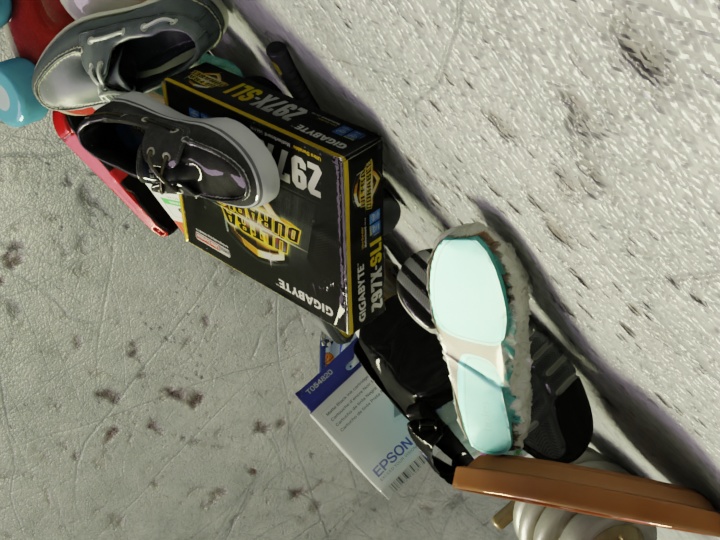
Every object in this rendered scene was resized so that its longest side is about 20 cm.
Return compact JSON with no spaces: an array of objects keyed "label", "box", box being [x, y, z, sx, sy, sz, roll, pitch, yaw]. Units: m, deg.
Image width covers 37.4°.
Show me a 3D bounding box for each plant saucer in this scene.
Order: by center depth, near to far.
[{"label":"plant saucer","box":[0.170,0.166,0.796,0.200,0.032,0.200,10,169,2]}]

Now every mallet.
[{"label":"mallet","box":[-0.021,-0.099,0.850,0.066,0.041,0.200,46,171,37]}]

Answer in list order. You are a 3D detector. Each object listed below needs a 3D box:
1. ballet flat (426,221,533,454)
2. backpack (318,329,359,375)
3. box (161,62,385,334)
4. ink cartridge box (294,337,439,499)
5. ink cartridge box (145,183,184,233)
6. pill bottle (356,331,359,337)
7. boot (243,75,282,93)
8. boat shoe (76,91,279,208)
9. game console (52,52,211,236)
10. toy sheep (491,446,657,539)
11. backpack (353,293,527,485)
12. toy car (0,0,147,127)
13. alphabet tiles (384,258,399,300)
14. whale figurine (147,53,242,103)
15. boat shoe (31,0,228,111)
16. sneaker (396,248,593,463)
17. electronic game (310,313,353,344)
[{"label":"ballet flat","box":[0.088,0.039,0.731,0.072,0.072,0.200,42,149,47]},{"label":"backpack","box":[0.025,0.147,1.449,0.200,0.154,0.191,51,-152,-45]},{"label":"box","box":[-0.068,-0.060,0.841,0.200,0.049,0.160,28,134,34]},{"label":"ink cartridge box","box":[0.040,0.144,1.311,0.200,0.200,0.041,42,172,34]},{"label":"ink cartridge box","box":[-0.137,-0.063,1.057,0.109,0.050,0.200,12,154,24]},{"label":"pill bottle","box":[0.076,0.108,1.220,0.200,0.111,0.111,43,173,41]},{"label":"boot","box":[-0.055,-0.084,0.987,0.198,0.073,0.162,66,-166,-6]},{"label":"boat shoe","box":[-0.147,-0.088,0.813,0.200,0.066,0.070,28,136,35]},{"label":"game console","box":[-0.209,-0.160,1.132,0.177,0.200,0.031,49,147,-18]},{"label":"toy sheep","box":[0.203,0.232,0.998,0.138,0.138,0.200,50,-177,-33]},{"label":"backpack","box":[0.100,0.122,1.033,0.200,0.127,0.167,51,-177,-35]},{"label":"toy car","box":[-0.235,-0.239,0.967,0.200,0.184,0.177,-6,109,45]},{"label":"alphabet tiles","box":[0.000,0.000,1.133,0.200,0.006,0.166,29,-150,-48]},{"label":"whale figurine","box":[-0.139,-0.163,1.044,0.159,0.104,0.200,20,157,8]},{"label":"boat shoe","box":[-0.203,-0.175,0.889,0.073,0.200,0.062,56,-151,-33]},{"label":"sneaker","box":[0.112,0.063,0.857,0.200,0.075,0.115,51,-175,5]},{"label":"electronic game","box":[-0.044,-0.004,1.344,0.200,0.042,0.200,-15,-90,-79]}]
